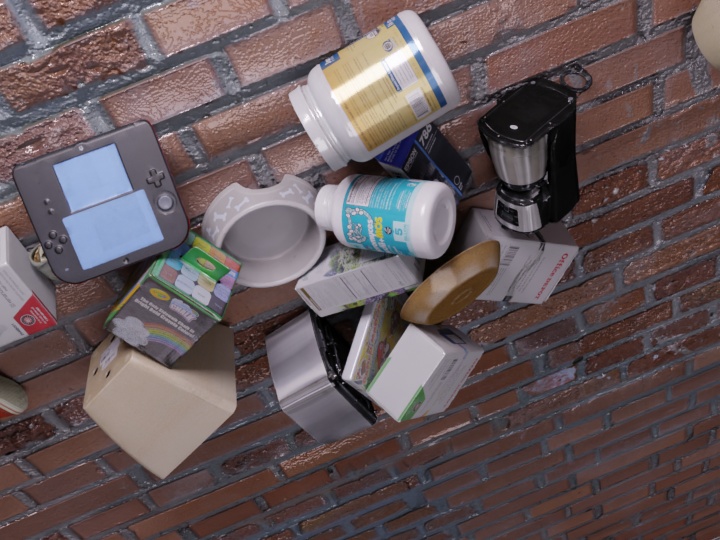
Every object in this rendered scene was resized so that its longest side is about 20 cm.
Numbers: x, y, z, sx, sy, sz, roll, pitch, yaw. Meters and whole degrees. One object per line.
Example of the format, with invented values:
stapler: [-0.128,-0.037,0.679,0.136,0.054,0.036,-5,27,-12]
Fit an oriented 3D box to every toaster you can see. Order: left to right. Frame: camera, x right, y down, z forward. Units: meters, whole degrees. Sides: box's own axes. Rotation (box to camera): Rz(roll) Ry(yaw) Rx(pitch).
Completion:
toaster: [-0.072,0.185,1.465,0.118,0.182,0.200,-29,137,9]

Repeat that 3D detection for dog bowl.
dog bowl: [-0.144,-0.055,1.289,0.198,0.059,0.201,-12,135,-12]

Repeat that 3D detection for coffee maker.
coffee maker: [0.288,-0.180,1.295,0.191,0.135,0.201,-22,138,-2]

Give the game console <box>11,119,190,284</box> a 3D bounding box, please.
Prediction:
game console: [-0.347,-0.090,1.124,0.198,0.031,0.178,-20,104,-4]

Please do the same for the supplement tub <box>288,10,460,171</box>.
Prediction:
supplement tub: [0.019,-0.238,1.113,0.199,0.145,0.145,-30,137,7]

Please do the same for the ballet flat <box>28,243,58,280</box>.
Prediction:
ballet flat: [-0.390,-0.060,1.172,0.199,0.068,0.064,-37,131,14]

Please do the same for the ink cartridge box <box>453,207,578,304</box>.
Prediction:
ink cartridge box: [0.264,-0.022,1.475,0.198,0.085,0.145,6,131,-26]

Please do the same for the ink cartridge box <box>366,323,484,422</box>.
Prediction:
ink cartridge box: [0.117,0.175,1.441,0.146,0.087,0.200,-58,153,13]

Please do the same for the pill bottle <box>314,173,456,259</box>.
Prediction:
pill bottle: [0.033,-0.083,1.221,0.199,0.111,0.111,9,148,30]

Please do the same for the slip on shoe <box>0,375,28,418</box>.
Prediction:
slip on shoe: [-0.617,0.183,1.314,0.061,0.074,0.200,-26,142,7]

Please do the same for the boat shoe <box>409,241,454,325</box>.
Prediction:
boat shoe: [0.116,0.012,1.459,0.071,0.066,0.202,-14,122,-28]

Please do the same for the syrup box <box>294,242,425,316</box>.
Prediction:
syrup box: [0.000,0.000,1.329,0.199,0.079,0.082,-18,129,30]

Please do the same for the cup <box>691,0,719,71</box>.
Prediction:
cup: [0.577,-0.370,1.212,0.199,0.202,0.143,13,153,-33]

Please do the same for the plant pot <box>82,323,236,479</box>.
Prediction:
plant pot: [-0.334,0.178,1.349,0.177,0.201,0.200,34,114,-30]

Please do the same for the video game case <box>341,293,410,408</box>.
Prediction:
video game case: [0.040,0.124,1.447,0.023,0.202,0.182,9,160,28]

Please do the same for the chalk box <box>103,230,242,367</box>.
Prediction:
chalk box: [-0.264,0.025,1.218,0.124,0.124,0.200,36,128,-20]

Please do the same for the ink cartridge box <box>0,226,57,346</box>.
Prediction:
ink cartridge box: [-0.562,0.044,1.187,0.198,0.084,0.145,-21,138,-1]

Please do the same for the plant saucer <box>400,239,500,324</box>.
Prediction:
plant saucer: [0.155,0.030,1.334,0.199,0.036,0.201,-32,160,-13]

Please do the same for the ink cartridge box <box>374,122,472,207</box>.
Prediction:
ink cartridge box: [0.096,-0.165,1.260,0.200,0.039,0.100,38,70,-44]
